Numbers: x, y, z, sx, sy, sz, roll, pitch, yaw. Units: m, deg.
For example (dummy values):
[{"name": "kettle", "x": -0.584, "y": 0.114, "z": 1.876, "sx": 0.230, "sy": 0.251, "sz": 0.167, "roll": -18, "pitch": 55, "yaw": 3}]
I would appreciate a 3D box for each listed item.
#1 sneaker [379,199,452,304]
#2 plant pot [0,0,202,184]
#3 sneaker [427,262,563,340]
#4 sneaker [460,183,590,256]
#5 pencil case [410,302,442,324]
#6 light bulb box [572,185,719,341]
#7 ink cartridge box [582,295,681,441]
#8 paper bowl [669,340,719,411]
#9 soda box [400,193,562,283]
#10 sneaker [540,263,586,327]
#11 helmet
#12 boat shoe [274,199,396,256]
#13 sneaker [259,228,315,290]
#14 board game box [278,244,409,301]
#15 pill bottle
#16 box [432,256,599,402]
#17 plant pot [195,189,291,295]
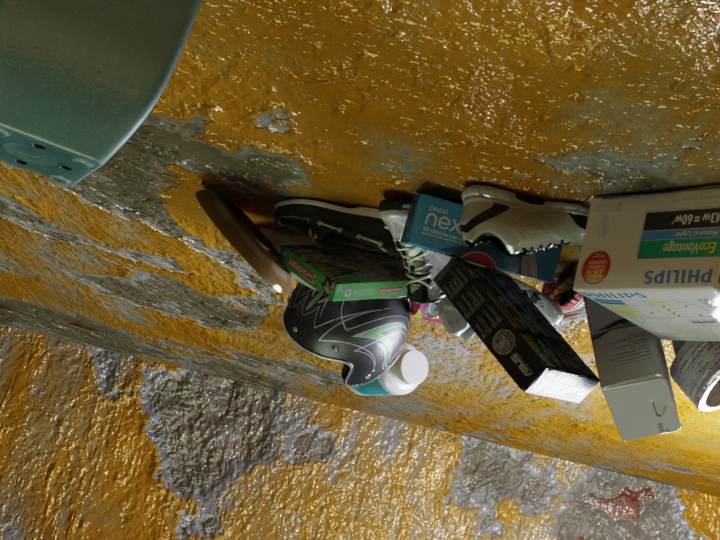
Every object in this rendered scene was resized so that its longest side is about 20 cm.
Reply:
[{"name": "sneaker", "x": 0.084, "y": -0.018, "z": 1.670, "sx": 0.075, "sy": 0.116, "sz": 0.200, "roll": 3, "pitch": 162, "yaw": 35}, {"name": "plant pot", "x": -0.286, "y": -0.198, "z": 1.162, "sx": 0.196, "sy": 0.201, "sz": 0.196, "roll": 20, "pitch": 163, "yaw": -25}, {"name": "sneaker", "x": 0.190, "y": 0.058, "z": 1.759, "sx": 0.200, "sy": 0.115, "sz": 0.075, "roll": 29, "pitch": -177, "yaw": 28}, {"name": "sneaker", "x": 0.219, "y": -0.047, "z": 1.519, "sx": 0.199, "sy": 0.080, "sz": 0.074, "roll": 10, "pitch": 164, "yaw": 6}, {"name": "pencil case", "x": 0.176, "y": 0.051, "z": 1.923, "sx": 0.199, "sy": 0.089, "sz": 0.088, "roll": 17, "pitch": 165, "yaw": -8}, {"name": "light bulb box", "x": 0.394, "y": -0.002, "z": 1.438, "sx": 0.200, "sy": 0.125, "sz": 0.198, "roll": 26, "pitch": 161, "yaw": -39}, {"name": "ink cartridge box", "x": 0.359, "y": 0.103, "z": 1.629, "sx": 0.083, "sy": 0.201, "sz": 0.145, "roll": -15, "pitch": 139, "yaw": 15}, {"name": "paper bowl", "x": 0.491, "y": 0.084, "z": 1.600, "sx": 0.104, "sy": 0.200, "sz": 0.201, "roll": 53, "pitch": -175, "yaw": 27}, {"name": "soda box", "x": 0.159, "y": -0.042, "z": 1.586, "sx": 0.199, "sy": 0.068, "sz": 0.064, "roll": 15, "pitch": -179, "yaw": -7}, {"name": "sneaker", "x": 0.316, "y": 0.051, "z": 1.798, "sx": 0.082, "sy": 0.078, "sz": 0.200, "roll": 15, "pitch": 166, "yaw": -10}, {"name": "helmet", "x": -0.019, "y": 0.070, "z": 1.934, "sx": 0.199, "sy": 0.201, "sz": 0.191, "roll": 8, "pitch": 149, "yaw": 20}, {"name": "boat shoe", "x": -0.038, "y": -0.059, "z": 1.734, "sx": 0.199, "sy": 0.061, "sz": 0.076, "roll": 6, "pitch": 163, "yaw": 27}, {"name": "sneaker", "x": -0.086, "y": -0.028, "z": 1.890, "sx": 0.200, "sy": 0.088, "sz": 0.075, "roll": 25, "pitch": 141, "yaw": 42}, {"name": "board game box", "x": 0.000, "y": 0.000, "z": 1.749, "sx": 0.199, "sy": 0.029, "sz": 0.134, "roll": -2, "pitch": -154, "yaw": -41}, {"name": "pill bottle", "x": 0.055, "y": 0.203, "z": 2.531, "sx": 0.110, "sy": 0.111, "sz": 0.200, "roll": 22, "pitch": 164, "yaw": -29}, {"name": "box", "x": 0.200, "y": 0.077, "z": 1.563, "sx": 0.160, "sy": 0.044, "sz": 0.200, "roll": 15, "pitch": -149, "yaw": -54}, {"name": "plant pot", "x": -0.162, "y": -0.047, "z": 1.766, "sx": 0.200, "sy": 0.027, "sz": 0.200, "roll": 49, "pitch": -177, "yaw": -3}]
